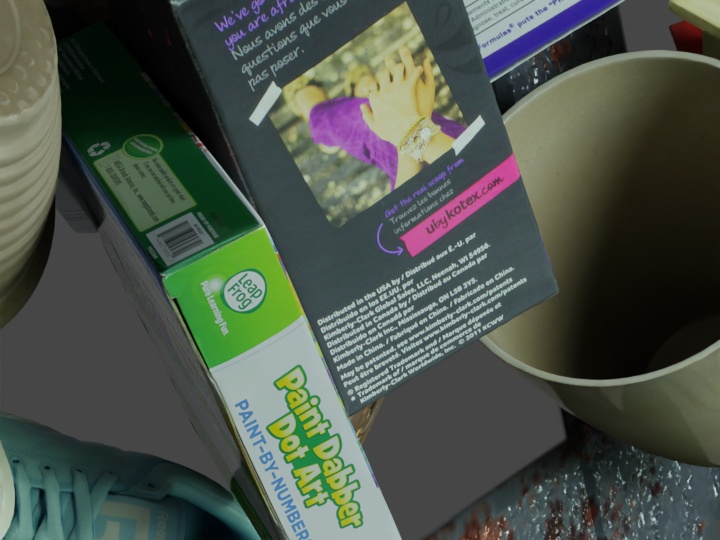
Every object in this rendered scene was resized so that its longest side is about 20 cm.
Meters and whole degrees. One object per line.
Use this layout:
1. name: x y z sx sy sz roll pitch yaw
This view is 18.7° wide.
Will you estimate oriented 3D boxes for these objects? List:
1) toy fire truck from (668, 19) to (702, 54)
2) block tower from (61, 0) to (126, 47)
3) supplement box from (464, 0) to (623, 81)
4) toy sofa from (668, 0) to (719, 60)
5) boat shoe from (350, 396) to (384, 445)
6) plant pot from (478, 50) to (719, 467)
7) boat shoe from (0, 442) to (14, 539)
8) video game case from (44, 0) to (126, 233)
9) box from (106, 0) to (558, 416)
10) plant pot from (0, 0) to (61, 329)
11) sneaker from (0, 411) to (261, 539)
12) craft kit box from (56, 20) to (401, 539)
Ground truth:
1. toy fire truck: 0.173 -0.182 1.178 0.200 0.048 0.142 11 61 -78
2. block tower: -0.079 -0.117 0.905 0.200 0.058 0.054 45 58 -40
3. supplement box: 0.030 -0.192 0.904 0.200 0.103 0.101 51 27 -18
4. toy sofa: 0.226 -0.092 1.166 0.098 0.083 0.200 -43 149 -21
5. boat shoe: 0.000 0.000 1.021 0.068 0.072 0.201 39 67 -47
6. plant pot: 0.163 0.020 1.140 0.200 0.186 0.188 53 52 -52
7. boat shoe: -0.187 0.018 0.798 0.072 0.059 0.201 -14 78 -44
8. video game case: -0.111 -0.149 0.926 0.183 0.022 0.200 56 52 -32
9. box: -0.017 -0.065 0.844 0.106 0.122 0.201 -29 126 -11
10. plant pot: -0.170 -0.070 0.745 0.200 0.093 0.202 33 37 -30
11. sneaker: -0.113 0.096 0.877 0.199 0.082 0.074 11 81 -48
12. craft kit box: -0.053 0.027 0.837 0.048 0.200 0.198 -25 124 -10
